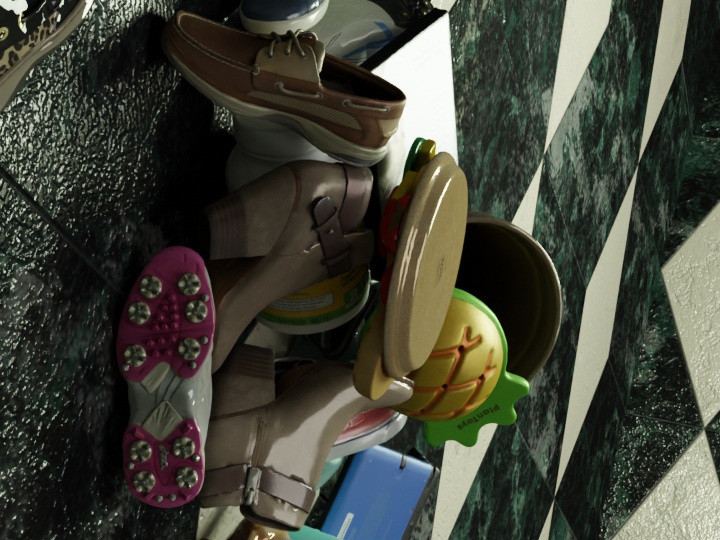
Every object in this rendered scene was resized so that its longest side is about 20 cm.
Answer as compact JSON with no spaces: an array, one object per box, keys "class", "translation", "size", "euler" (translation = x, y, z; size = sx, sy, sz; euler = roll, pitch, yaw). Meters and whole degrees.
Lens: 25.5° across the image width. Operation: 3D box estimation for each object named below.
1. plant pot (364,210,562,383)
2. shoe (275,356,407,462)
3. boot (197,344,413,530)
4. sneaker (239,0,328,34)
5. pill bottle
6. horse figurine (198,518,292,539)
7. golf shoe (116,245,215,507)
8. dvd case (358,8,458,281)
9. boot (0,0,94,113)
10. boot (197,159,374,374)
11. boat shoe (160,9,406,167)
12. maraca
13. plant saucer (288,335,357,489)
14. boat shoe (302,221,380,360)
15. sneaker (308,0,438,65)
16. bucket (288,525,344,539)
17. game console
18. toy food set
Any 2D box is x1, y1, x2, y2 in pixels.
[{"class":"plant pot","translation":[0.082,0.025,1.622],"size":[0.174,0.199,0.201],"euler":[-141,-126,-68]},{"class":"shoe","translation":[-0.031,0.122,1.485],"size":[0.199,0.071,0.092],"euler":[-19,116,-41]},{"class":"boot","translation":[-0.052,0.148,1.361],"size":[0.070,0.199,0.147],"euler":[147,-49,-64]},{"class":"sneaker","translation":[-0.055,-0.270,1.299],"size":[0.201,0.074,0.085],"euler":[-73,163,-47]},{"class":"pill bottle","translation":[-0.054,-0.055,1.338],"size":[0.111,0.110,0.201],"euler":[-58,151,-45]},{"class":"horse figurine","translation":[-0.067,0.260,1.382],"size":[0.132,0.200,0.050],"euler":[-12,133,-62]},{"class":"golf shoe","translation":[-0.148,0.077,1.232],"size":[0.092,0.075,0.201],"euler":[-83,179,-81]},{"class":"dvd case","translation":[0.043,-0.108,1.380],"size":[0.143,0.017,0.201],"euler":[-43,137,-45]},{"class":"boot","translation":[-0.220,-0.184,0.891],"size":[0.201,0.073,0.151],"euler":[-60,153,-32]},{"class":"boot","translation":[-0.061,-0.002,1.266],"size":[0.145,0.070,0.201],"euler":[-13,141,-24]},{"class":"boat shoe","translation":[-0.054,-0.152,1.204],"size":[0.072,0.199,0.076],"euler":[-52,-154,33]},{"class":"maraca","translation":[0.078,0.092,1.489],"size":[0.200,0.137,0.107],"euler":[53,15,-34]},{"class":"plant saucer","translation":[-0.033,0.139,1.598],"size":[0.201,0.038,0.202],"euler":[11,90,-70]},{"class":"boat shoe","translation":[0.000,0.000,1.468],"size":[0.075,0.062,0.200],"euler":[-7,139,-48]},{"class":"sneaker","translation":[-0.016,-0.203,1.372],"size":[0.199,0.072,0.073],"euler":[-21,155,-36]},{"class":"bucket","translation":[-0.053,0.341,1.497],"size":[0.207,0.134,0.209],"euler":[10,90,-70]},{"class":"game console","translation":[-0.008,0.276,1.705],"size":[0.170,0.118,0.201],"euler":[25,89,-38]},{"class":"toy food set","translation":[0.045,-0.004,1.327],"size":[0.198,0.048,0.201],"euler":[-60,158,-51]}]
